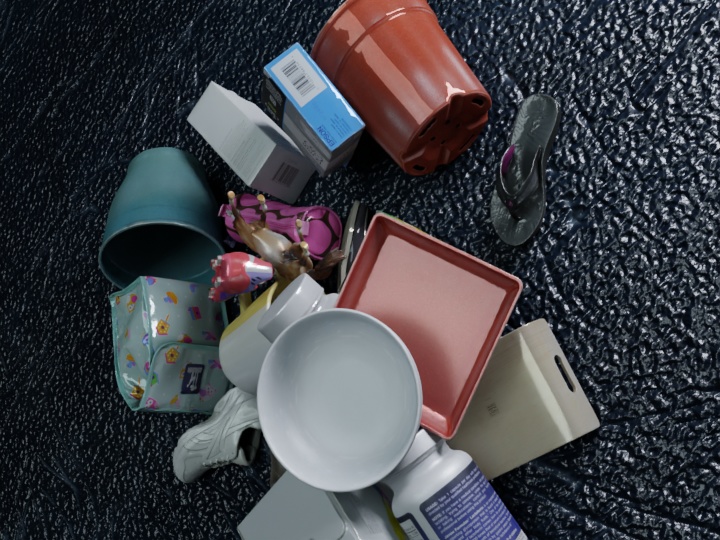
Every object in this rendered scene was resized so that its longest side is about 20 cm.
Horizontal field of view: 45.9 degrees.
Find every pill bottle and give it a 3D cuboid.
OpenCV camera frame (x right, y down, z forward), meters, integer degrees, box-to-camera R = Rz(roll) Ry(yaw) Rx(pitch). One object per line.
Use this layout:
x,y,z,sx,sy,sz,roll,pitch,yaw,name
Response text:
-0.030,0.104,1.109,0.200,0.114,0.114,43,109,-11,pill bottle
0.108,0.286,0.996,0.115,0.115,0.201,-39,80,22,pill bottle

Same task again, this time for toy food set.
0.175,0.169,1.054,0.199,0.060,0.145,-34,74,26,toy food set

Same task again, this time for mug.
-0.123,0.093,1.240,0.152,0.149,0.188,-30,33,36,mug

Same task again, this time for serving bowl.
-0.018,0.145,0.976,0.197,0.066,0.204,-1,87,19,serving bowl

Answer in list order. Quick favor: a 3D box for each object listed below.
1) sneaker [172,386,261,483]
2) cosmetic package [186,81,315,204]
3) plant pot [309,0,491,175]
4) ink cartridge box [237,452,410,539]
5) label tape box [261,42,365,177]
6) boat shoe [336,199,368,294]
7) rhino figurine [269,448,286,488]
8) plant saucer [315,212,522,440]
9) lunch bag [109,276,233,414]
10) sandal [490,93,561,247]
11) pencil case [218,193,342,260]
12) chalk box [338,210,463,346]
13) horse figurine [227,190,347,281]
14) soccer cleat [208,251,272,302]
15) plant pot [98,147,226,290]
-0.207,0.266,1.285,0.200,0.078,0.100,-48,60,18,sneaker
-0.172,-0.203,1.344,0.200,0.112,0.082,45,105,35,cosmetic package
0.063,-0.248,1.149,0.201,0.200,0.196,-44,67,19,plant pot
-0.021,0.328,1.059,0.146,0.199,0.145,-49,57,15,ink cartridge box
-0.073,-0.210,1.194,0.066,0.200,0.144,-39,88,-13,label tape box
0.000,0.000,1.221,0.062,0.073,0.203,9,75,-7,boat shoe
-0.094,0.244,1.183,0.086,0.060,0.203,10,112,34,rhino figurine
0.066,0.063,1.005,0.198,0.037,0.202,26,95,19,plant saucer
-0.286,0.123,1.313,0.121,0.169,0.203,-28,64,35,lunch bag
0.205,-0.132,1.097,0.074,0.048,0.204,7,83,36,sandal
-0.121,-0.067,1.273,0.198,0.093,0.092,10,76,43,pencil case
0.096,0.027,1.094,0.199,0.123,0.126,31,97,35,chalk box
-0.112,-0.038,1.168,0.198,0.133,0.050,32,63,15,horse figurine
-0.172,0.010,1.201,0.200,0.075,0.068,155,119,-75,soccer cleat
-0.314,-0.087,1.380,0.198,0.199,0.190,-28,49,27,plant pot
